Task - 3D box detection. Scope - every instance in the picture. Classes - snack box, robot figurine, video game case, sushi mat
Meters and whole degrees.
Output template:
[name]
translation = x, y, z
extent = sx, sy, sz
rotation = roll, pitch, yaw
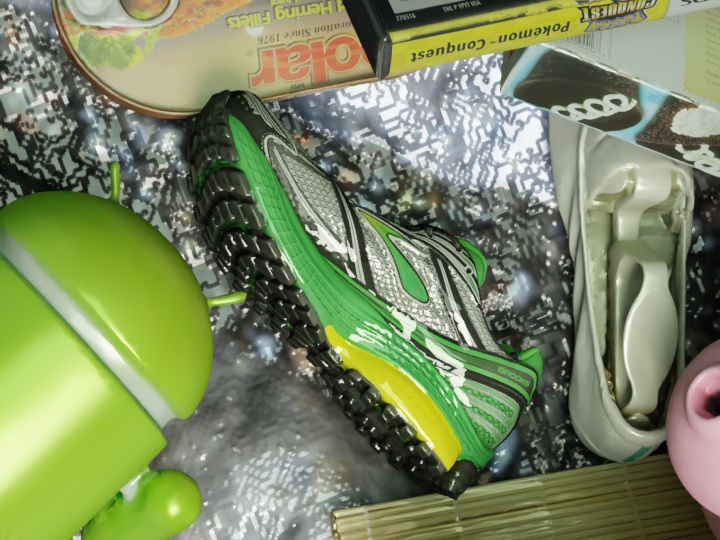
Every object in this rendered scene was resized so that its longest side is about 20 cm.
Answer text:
[snack box]
translation = 0.161, -0.095, 0.807
extent = 0.198, 0.037, 0.117
rotation = 20, 49, -12
[robot figurine]
translation = -0.142, 0.052, 0.740
extent = 0.200, 0.116, 0.176
rotation = -44, 97, -10
[video game case]
translation = 0.059, -0.175, 0.777
extent = 0.179, 0.026, 0.201
rotation = -13, 55, -14
[sushi mat]
translation = 0.089, 0.140, 0.834
extent = 0.198, 0.012, 0.097
rotation = -8, 88, -12

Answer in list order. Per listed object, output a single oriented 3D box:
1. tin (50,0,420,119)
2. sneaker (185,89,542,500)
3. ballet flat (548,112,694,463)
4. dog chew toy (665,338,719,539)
[tin]
translation = -0.038, -0.129, 0.808
extent = 0.198, 0.042, 0.113
rotation = -11, 86, -12
[sneaker]
translation = 0.000, 0.000, 0.797
extent = 0.085, 0.078, 0.200
rotation = -45, 108, -18
[ballet flat]
translation = 0.123, -0.015, 0.821
extent = 0.069, 0.069, 0.203
rotation = 0, 88, -11
[dog chew toy]
translation = 0.199, 0.085, 0.774
extent = 0.199, 0.124, 0.126
rotation = 30, 81, -42
